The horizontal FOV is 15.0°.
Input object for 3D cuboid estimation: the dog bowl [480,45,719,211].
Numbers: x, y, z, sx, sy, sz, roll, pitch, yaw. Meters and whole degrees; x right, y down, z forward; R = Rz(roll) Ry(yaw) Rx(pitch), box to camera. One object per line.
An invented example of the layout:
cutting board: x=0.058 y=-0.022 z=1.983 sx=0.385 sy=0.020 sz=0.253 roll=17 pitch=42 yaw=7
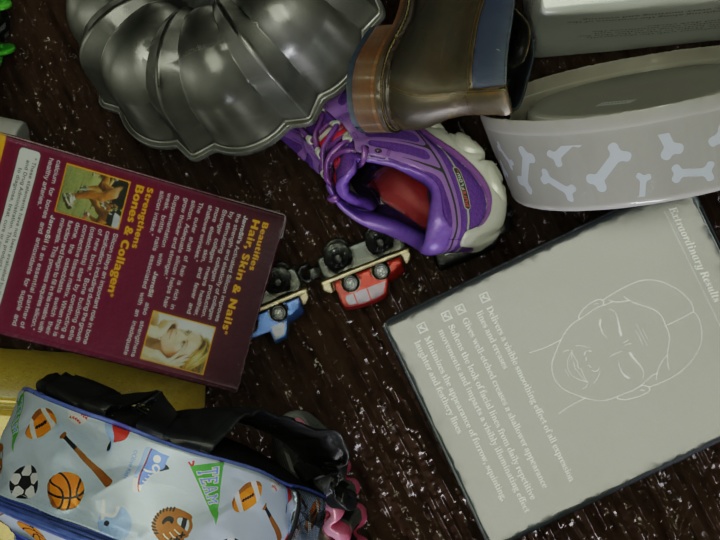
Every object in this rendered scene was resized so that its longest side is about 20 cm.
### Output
dog bowl: x=0.169 y=-0.083 z=1.585 sx=0.200 sy=0.200 sz=0.059 roll=-11 pitch=101 yaw=2

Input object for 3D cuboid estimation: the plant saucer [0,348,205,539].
plant saucer: x=-0.200 y=0.148 z=1.659 sx=0.199 sy=0.048 sz=0.201 roll=3 pitch=87 yaw=3

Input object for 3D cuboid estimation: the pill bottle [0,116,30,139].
pill bottle: x=-0.305 y=-0.064 z=1.641 sx=0.199 sy=0.111 sz=0.111 roll=9 pitch=88 yaw=3

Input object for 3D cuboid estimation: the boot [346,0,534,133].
boot: x=0.070 y=-0.151 z=1.603 sx=0.097 sy=0.075 sz=0.200 roll=3 pitch=47 yaw=26

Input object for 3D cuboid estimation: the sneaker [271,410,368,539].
sneaker: x=-0.039 y=0.186 z=1.644 sx=0.095 sy=0.079 sz=0.201 roll=-13 pitch=86 yaw=13

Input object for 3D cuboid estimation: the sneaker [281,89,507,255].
sneaker: x=-0.003 y=-0.077 z=1.616 sx=0.200 sy=0.083 sz=0.081 roll=35 pitch=121 yaw=26

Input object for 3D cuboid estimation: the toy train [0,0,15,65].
toy train: x=-0.253 y=-0.123 z=1.604 sx=0.056 sy=0.200 sz=0.042 roll=2 pitch=110 yaw=10

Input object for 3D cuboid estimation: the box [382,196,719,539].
box: x=0.134 y=0.056 z=1.619 sx=0.200 sy=0.107 sz=0.149 roll=-25 pitch=86 yaw=2

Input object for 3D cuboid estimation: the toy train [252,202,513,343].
toy train: x=0.000 y=0.000 z=1.666 sx=0.200 sy=0.034 sz=0.046 roll=-21 pitch=98 yaw=1

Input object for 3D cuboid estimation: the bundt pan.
bundt pan: x=-0.089 y=-0.171 z=1.615 sx=0.201 sy=0.076 sz=0.202 roll=-8 pitch=68 yaw=20

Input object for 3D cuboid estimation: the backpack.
backpack: x=-0.124 y=0.133 z=1.522 sx=0.199 sy=0.191 sz=0.154 roll=13 pitch=76 yaw=14

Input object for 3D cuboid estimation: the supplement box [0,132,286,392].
supplement box: x=-0.158 y=-0.007 z=1.581 sx=0.200 sy=0.086 sz=0.111 roll=16 pitch=88 yaw=-31

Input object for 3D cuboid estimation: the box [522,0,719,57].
box: x=0.187 y=-0.239 z=1.596 sx=0.198 sy=0.171 sz=0.201 roll=-6 pitch=84 yaw=1
